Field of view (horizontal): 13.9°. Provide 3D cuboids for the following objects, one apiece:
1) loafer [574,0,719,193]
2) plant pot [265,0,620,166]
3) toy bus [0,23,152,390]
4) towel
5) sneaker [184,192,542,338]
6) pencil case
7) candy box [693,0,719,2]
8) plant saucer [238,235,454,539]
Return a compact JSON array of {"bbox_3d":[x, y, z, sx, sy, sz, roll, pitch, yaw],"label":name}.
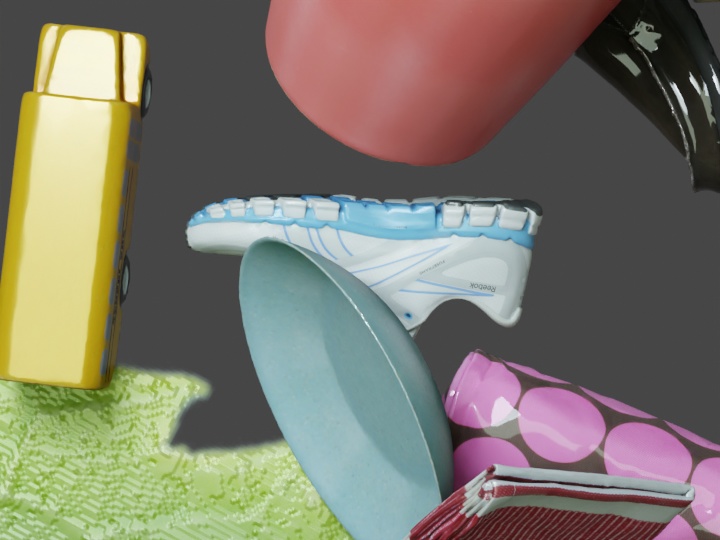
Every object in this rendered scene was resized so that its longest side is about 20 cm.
[{"bbox_3d":[0.155,-0.126,1.643,0.071,0.073,0.201,-24,79,7],"label":"loafer"},{"bbox_3d":[0.044,-0.165,1.572,0.200,0.201,0.178,32,133,4],"label":"plant pot"},{"bbox_3d":[-0.161,-0.037,1.654,0.065,0.078,0.201,7,90,4],"label":"toy bus"},{"bbox_3d":[0.068,0.165,1.570,0.200,0.144,0.023,-45,50,40],"label":"towel"},{"bbox_3d":[0.000,0.000,1.649,0.199,0.075,0.087,3,96,4],"label":"sneaker"},{"bbox_3d":[0.132,0.121,1.634,0.199,0.091,0.094,25,121,6],"label":"pencil case"},{"bbox_3d":[0.244,-0.249,1.641,0.116,0.056,0.201,0,91,3],"label":"candy box"},{"bbox_3d":[0.002,0.067,1.598,0.039,0.201,0.202,-26,88,-21],"label":"plant saucer"}]
